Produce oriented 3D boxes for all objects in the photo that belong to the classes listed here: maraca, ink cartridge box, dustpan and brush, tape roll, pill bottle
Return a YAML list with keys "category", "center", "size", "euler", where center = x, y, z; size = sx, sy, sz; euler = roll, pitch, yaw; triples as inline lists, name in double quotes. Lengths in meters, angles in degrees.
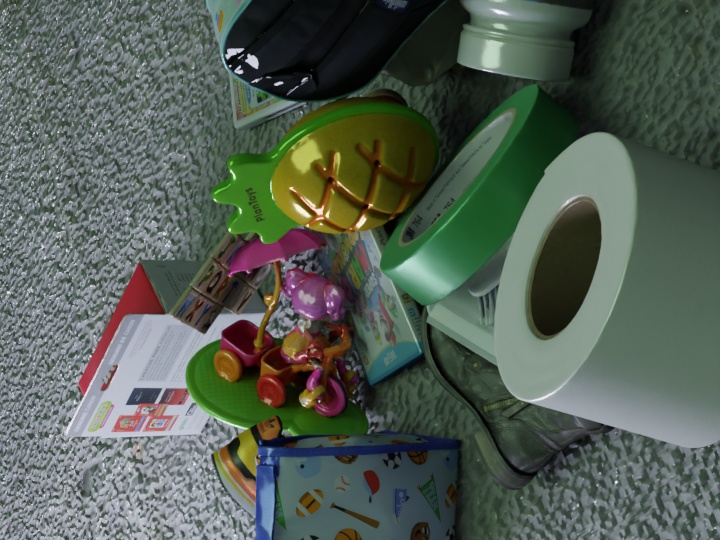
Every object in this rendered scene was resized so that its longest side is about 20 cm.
- category: "maraca"
  center: [-0.028, -0.083, 1.388]
  size: [0.137, 0.200, 0.107]
  euler: [69, -178, -47]
- category: "ink cartridge box"
  center: [-0.224, 0.086, 1.736]
  size: [0.200, 0.175, 0.084]
  euler: [-58, 47, 33]
- category: "dustpan and brush"
  center: [0.144, -0.024, 1.323]
  size: [0.200, 0.057, 0.140]
  euler: [-45, 36, -10]
- category: "tape roll"
  center: [0.097, -0.063, 1.324]
  size: [0.200, 0.048, 0.200]
  euler: [-49, 9, 10]
- category: "tape roll"
  center: [0.203, 0.015, 1.157]
  size: [0.203, 0.139, 0.203]
  euler: [-163, 90, -73]
- category: "pill bottle"
  center: [0.142, -0.262, 1.318]
  size: [0.114, 0.114, 0.200]
  euler: [23, 107, 51]

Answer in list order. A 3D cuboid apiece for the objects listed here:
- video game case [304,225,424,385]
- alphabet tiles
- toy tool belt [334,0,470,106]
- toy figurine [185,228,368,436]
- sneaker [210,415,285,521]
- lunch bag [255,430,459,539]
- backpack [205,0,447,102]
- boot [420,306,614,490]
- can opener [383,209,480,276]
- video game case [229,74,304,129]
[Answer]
- category: "video game case"
  center: [0.000, 0.000, 1.505]
  size: [0.200, 0.018, 0.143]
  euler: [67, 156, 8]
- category: "alphabet tiles"
  center: [-0.115, -0.010, 1.585]
  size: [0.008, 0.200, 0.167]
  euler: [34, 87, 12]
- category: "toy tool belt"
  center: [0.050, -0.220, 1.458]
  size: [0.123, 0.125, 0.200]
  euler: [-90, 21, -67]
- category: "toy figurine"
  center: [-0.066, 0.050, 1.537]
  size: [0.200, 0.150, 0.184]
  euler: [30, 128, 25]
- category: "sneaker"
  center: [-0.050, 0.213, 1.524]
  size: [0.090, 0.200, 0.070]
  euler: [-39, 35, 10]
- category: "lunch bag"
  center: [-0.018, 0.231, 1.434]
  size: [0.124, 0.200, 0.170]
  euler: [-1, 89, 44]
- category: "backpack"
  center: [-0.032, -0.241, 1.315]
  size: [0.200, 0.176, 0.153]
  euler: [-54, 44, 29]
- category: "boot"
  center: [0.152, 0.071, 1.339]
  size: [0.174, 0.069, 0.200]
  euler: [-42, 67, 36]
- category: "can opener"
  center: [0.064, -0.035, 1.467]
  size: [0.200, 0.067, 0.053]
  euler: [35, 139, 33]
- category: "video game case"
  center: [-0.086, -0.267, 1.692]
  size: [0.182, 0.024, 0.200]
  euler: [-17, 77, 52]
